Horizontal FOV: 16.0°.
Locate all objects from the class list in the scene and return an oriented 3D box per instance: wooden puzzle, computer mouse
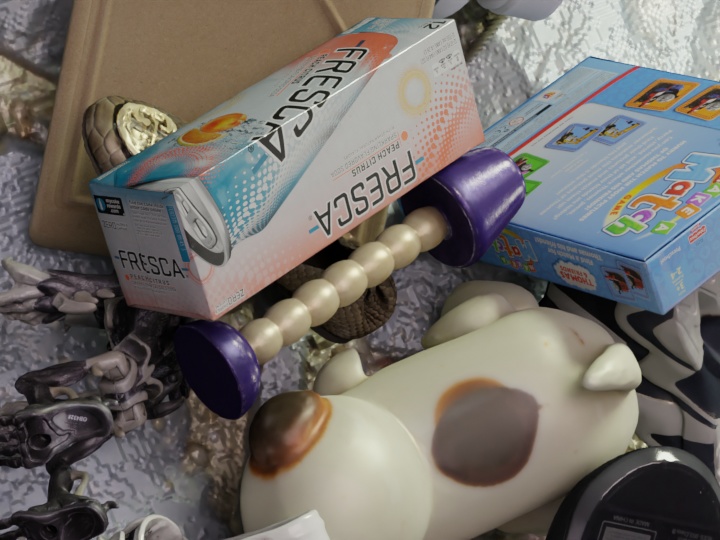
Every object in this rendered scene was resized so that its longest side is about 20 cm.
[{"bbox_3d":[-0.062,-0.094,1.293,0.184,0.037,0.201,8,110,-20],"label":"wooden puzzle"},{"bbox_3d":[0.111,0.174,1.241,0.138,0.053,0.201,18,96,-21],"label":"computer mouse"}]

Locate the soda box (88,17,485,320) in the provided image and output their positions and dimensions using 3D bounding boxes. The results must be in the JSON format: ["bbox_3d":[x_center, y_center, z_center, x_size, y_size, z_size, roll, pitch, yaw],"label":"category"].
[{"bbox_3d":[-0.030,-0.052,1.211,0.200,0.063,0.069,-35,119,-38],"label":"soda box"}]

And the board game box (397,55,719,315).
[{"bbox_3d":[0.136,-0.049,1.324,0.151,0.200,0.037,-35,119,-25],"label":"board game box"}]

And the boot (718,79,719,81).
[{"bbox_3d":[0.300,-0.125,1.487,0.199,0.069,0.175,24,64,-20],"label":"boot"}]

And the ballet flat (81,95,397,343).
[{"bbox_3d":[-0.054,-0.028,1.262,0.200,0.046,0.068,37,46,-30],"label":"ballet flat"}]

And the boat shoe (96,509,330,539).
[{"bbox_3d":[-0.096,0.146,1.194,0.074,0.199,0.066,-17,96,-66],"label":"boat shoe"}]

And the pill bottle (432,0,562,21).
[{"bbox_3d":[0.014,-0.198,1.349,0.199,0.120,0.120,11,74,-19],"label":"pill bottle"}]

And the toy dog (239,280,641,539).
[{"bbox_3d":[0.031,0.099,1.252,0.199,0.194,0.140,-21,98,-31],"label":"toy dog"}]

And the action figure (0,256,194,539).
[{"bbox_3d":[-0.137,0.046,1.224,0.101,0.200,0.119,-1,119,12],"label":"action figure"}]

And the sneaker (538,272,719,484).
[{"bbox_3d":[0.147,0.056,1.372,0.080,0.129,0.200,-54,138,-26],"label":"sneaker"}]

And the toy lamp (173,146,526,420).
[{"bbox_3d":[0.000,0.000,1.241,0.200,0.058,0.058,-32,91,-29],"label":"toy lamp"}]
